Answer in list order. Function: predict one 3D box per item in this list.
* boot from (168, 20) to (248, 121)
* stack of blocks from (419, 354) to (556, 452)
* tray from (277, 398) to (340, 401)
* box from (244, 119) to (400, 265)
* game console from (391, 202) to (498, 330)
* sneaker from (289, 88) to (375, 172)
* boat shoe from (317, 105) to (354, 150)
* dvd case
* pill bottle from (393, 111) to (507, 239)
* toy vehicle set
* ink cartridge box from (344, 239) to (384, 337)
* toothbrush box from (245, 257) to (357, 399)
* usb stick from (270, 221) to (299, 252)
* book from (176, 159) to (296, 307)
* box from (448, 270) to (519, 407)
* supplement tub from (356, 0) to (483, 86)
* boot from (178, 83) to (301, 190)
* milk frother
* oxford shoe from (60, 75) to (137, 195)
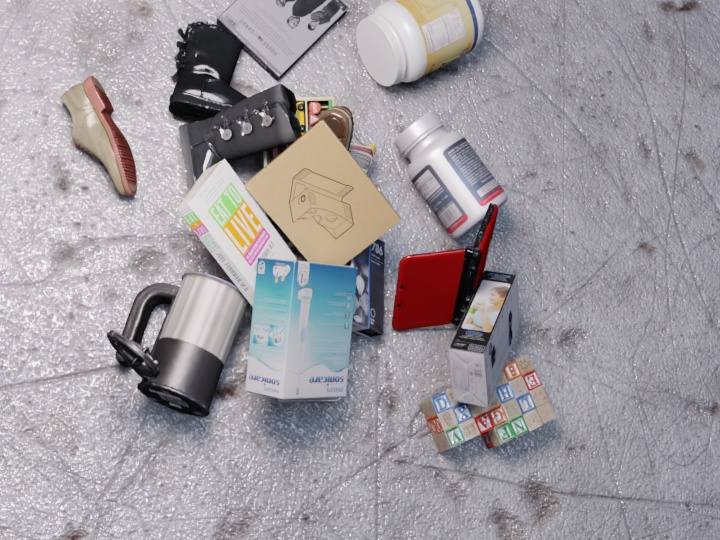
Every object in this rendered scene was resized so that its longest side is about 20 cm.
[{"bbox_3d":[-0.226,-0.320,1.770,0.195,0.073,0.165,15,64,-15],"label":"boot"},{"bbox_3d":[0.211,0.233,1.741,0.197,0.059,0.117,-20,80,-22],"label":"stack of blocks"},{"bbox_3d":[-0.088,0.113,1.703,0.105,0.022,0.204,2,73,-16],"label":"tray"},{"bbox_3d":[-0.059,-0.107,1.648,0.163,0.021,0.201,-37,105,13],"label":"box"},{"bbox_3d":[0.138,-0.005,1.723,0.117,0.202,0.174,19,55,10],"label":"game console"},{"bbox_3d":[-0.058,-0.239,1.788,0.199,0.078,0.083,42,80,-11],"label":"sneaker"},{"bbox_3d":[-0.054,-0.169,1.689,0.074,0.205,0.075,26,28,2],"label":"boat shoe"},{"bbox_3d":[-0.137,-0.451,1.860,0.150,0.025,0.200,42,67,-2],"label":"dvd case"},{"bbox_3d":[0.151,-0.167,1.812,0.119,0.120,0.201,-35,86,-24],"label":"pill bottle"},{"bbox_3d":[-0.098,-0.182,1.732,0.122,0.027,0.204,-3,99,-6],"label":"toy vehicle set"},{"bbox_3d":[0.000,0.000,1.729,0.099,0.039,0.204,23,61,-53],"label":"ink cartridge box"},{"bbox_3d":[-0.088,0.088,1.590,0.145,0.084,0.205,4,90,-50],"label":"toothbrush box"},{"bbox_3d":[-0.136,-0.055,1.724,0.196,0.056,0.033,0,36,-18],"label":"usb stick"},{"bbox_3d":[-0.189,-0.052,1.619,0.201,0.048,0.134,53,32,-19],"label":"book"},{"bbox_3d":[0.204,0.108,1.708,0.059,0.118,0.201,8,41,22],"label":"box"},{"bbox_3d":[0.104,-0.422,1.862,0.198,0.144,0.146,-30,84,-23],"label":"supplement tub"},{"bbox_3d":[-0.182,-0.187,1.680,0.197,0.066,0.168,-17,87,15],"label":"boot"},{"bbox_3d":[-0.270,0.088,1.558,0.178,0.200,0.191,21,68,-6],"label":"milk frother"},{"bbox_3d":[-0.417,-0.205,1.684,0.074,0.070,0.203,-23,82,5],"label":"oxford shoe"}]
